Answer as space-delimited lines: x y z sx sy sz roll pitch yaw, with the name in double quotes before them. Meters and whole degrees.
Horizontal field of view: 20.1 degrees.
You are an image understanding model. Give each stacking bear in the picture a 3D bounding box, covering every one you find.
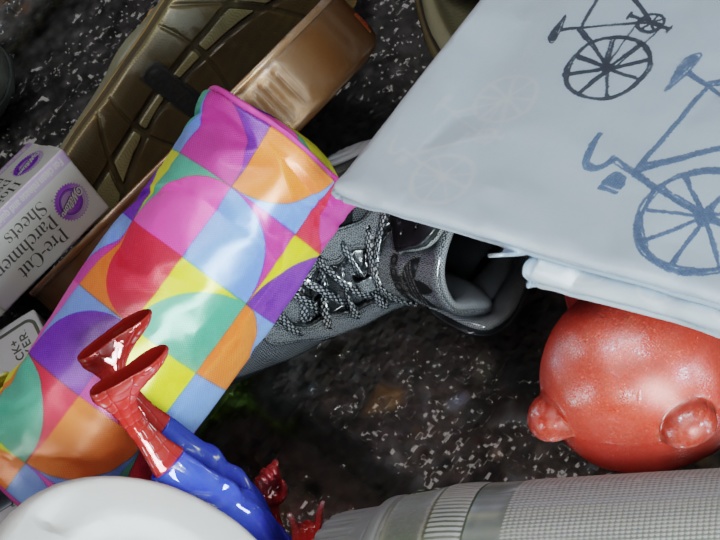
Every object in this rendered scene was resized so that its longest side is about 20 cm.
"stacking bear" 0.127 -0.002 0.813 0.121 0.114 0.200 5 46 23

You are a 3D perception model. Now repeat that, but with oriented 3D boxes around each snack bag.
"snack bag" 0.108 -0.064 0.785 0.200 0.021 0.189 16 56 32

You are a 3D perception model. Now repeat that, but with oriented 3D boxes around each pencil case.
"pencil case" -0.088 0.020 0.846 0.088 0.088 0.200 37 87 33

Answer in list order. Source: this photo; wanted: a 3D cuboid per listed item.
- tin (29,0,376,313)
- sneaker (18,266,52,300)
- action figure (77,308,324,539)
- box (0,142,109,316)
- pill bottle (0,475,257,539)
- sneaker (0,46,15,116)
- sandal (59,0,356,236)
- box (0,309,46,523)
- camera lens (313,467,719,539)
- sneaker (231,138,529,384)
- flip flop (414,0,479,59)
"tin" -0.070 -0.049 0.939 0.042 0.112 0.200 45 87 -2
"sneaker" -0.241 -0.055 0.988 0.199 0.060 0.105 12 76 -11
"action figure" -0.038 0.106 0.809 0.052 0.200 0.065 -34 24 -7
"box" -0.201 0.023 0.928 0.200 0.041 0.039 -46 30 -20
"pill bottle" -0.106 0.186 0.769 0.114 0.200 0.114 15 34 -11
"sneaker" -0.280 -0.085 1.047 0.199 0.091 0.067 -11 76 8
"sandal" -0.084 -0.102 1.015 0.200 0.080 0.054 -49 24 -3
"box" -0.201 0.123 0.929 0.200 0.060 0.117 -33 56 0
"camera lens" 0.090 0.155 0.742 0.199 0.160 0.160 -6 60 17
"sneaker" 0.000 0.000 0.892 0.200 0.076 0.114 -34 27 -5
"flip flop" 0.068 -0.140 0.964 0.081 0.058 0.200 4 45 -28
